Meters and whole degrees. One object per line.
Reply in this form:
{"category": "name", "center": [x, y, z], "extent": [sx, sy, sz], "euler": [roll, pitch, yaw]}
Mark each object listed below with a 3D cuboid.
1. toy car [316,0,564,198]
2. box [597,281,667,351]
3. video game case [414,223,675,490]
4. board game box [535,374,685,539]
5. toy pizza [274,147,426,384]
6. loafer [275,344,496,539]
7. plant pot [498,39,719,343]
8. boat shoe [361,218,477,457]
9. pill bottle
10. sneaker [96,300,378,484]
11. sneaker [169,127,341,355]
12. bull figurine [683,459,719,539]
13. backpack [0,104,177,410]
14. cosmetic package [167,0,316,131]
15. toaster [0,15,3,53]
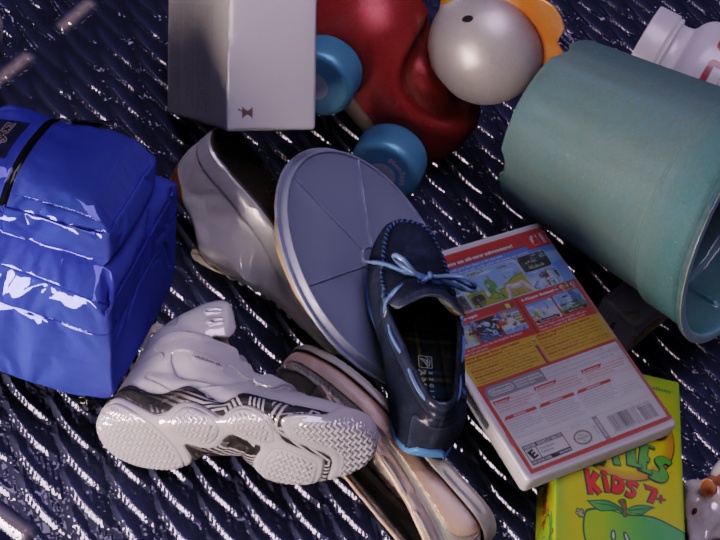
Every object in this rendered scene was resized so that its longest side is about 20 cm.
{"category": "toy car", "center": [0.071, -0.188, 1.416], "extent": [0.177, 0.199, 0.185], "euler": [52, 37, -20]}
{"category": "box", "center": [0.268, 0.001, 1.458], "extent": [0.039, 0.042, 0.200], "euler": [42, 51, 19]}
{"category": "video game case", "center": [0.128, 0.060, 1.313], "extent": [0.142, 0.017, 0.201], "euler": [-16, 60, -29]}
{"category": "board game box", "center": [0.184, 0.164, 1.292], "extent": [0.101, 0.048, 0.201], "euler": [13, 49, -7]}
{"category": "toy pizza", "center": [0.000, 0.000, 1.333], "extent": [0.200, 0.032, 0.201], "euler": [33, 41, -35]}
{"category": "loafer", "center": [0.007, 0.136, 1.248], "extent": [0.200, 0.072, 0.063], "euler": [42, 59, 14]}
{"category": "plant pot", "center": [0.227, -0.076, 1.375], "extent": [0.195, 0.201, 0.200], "euler": [30, 47, 30]}
{"category": "boat shoe", "center": [0.052, 0.036, 1.247], "extent": [0.083, 0.069, 0.201], "euler": [-1, 51, -17]}
{"category": "pill bottle", "center": [0.333, -0.150, 1.556], "extent": [0.199, 0.113, 0.112], "euler": [31, 49, 8]}
{"category": "sneaker", "center": [-0.079, 0.082, 1.229], "extent": [0.198, 0.075, 0.115], "euler": [2, 47, 13]}
{"category": "sneaker", "center": [-0.074, -0.010, 1.350], "extent": [0.201, 0.085, 0.073], "euler": [54, 32, 2]}
{"category": "bull figurine", "center": [0.333, 0.167, 1.329], "extent": [0.200, 0.065, 0.121], "euler": [-33, 71, -33]}
{"category": "backpack", "center": [-0.242, -0.029, 1.232], "extent": [0.198, 0.169, 0.163], "euler": [13, 36, 9]}
{"category": "cosmetic package", "center": [-0.096, -0.166, 1.367], "extent": [0.071, 0.102, 0.200], "euler": [-1, 10, -19]}
{"category": "toaster", "center": [-0.361, -0.163, 1.342], "extent": [0.199, 0.114, 0.130], "euler": [23, 46, 4]}
